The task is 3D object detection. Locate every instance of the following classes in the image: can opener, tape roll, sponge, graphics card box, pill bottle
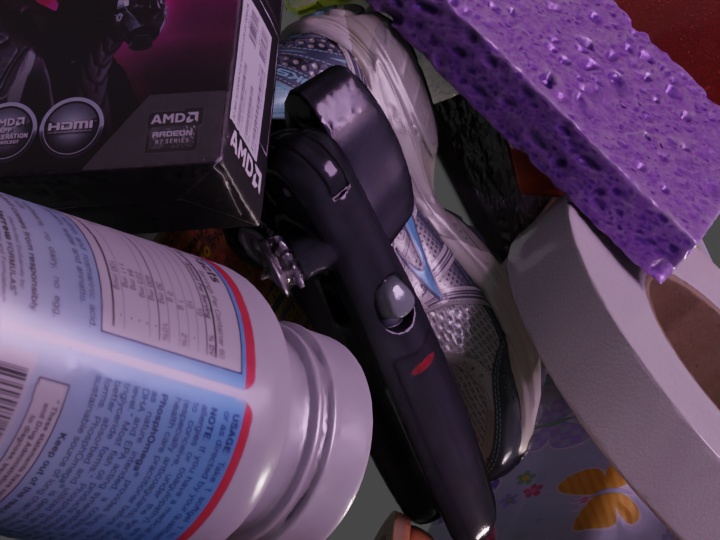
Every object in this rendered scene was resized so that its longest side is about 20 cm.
[{"bbox_3d":[0.009,0.024,1.046,0.078,0.063,0.201,-32,119,-18],"label":"can opener"},{"bbox_3d":[0.139,0.052,1.132,0.203,0.037,0.203,42,19,-19],"label":"tape roll"},{"bbox_3d":[0.074,-0.091,1.143,0.200,0.030,0.112,45,32,2],"label":"sponge"},{"bbox_3d":[-0.091,-0.108,1.018,0.051,0.125,0.201,61,30,-58],"label":"graphics card box"},{"bbox_3d":[-0.095,0.038,0.938,0.200,0.109,0.109,19,61,-39],"label":"pill bottle"}]

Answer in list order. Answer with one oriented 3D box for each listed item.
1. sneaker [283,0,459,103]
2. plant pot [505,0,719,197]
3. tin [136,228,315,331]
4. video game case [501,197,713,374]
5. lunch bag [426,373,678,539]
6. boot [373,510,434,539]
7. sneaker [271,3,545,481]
[{"bbox_3d":[-0.011,-0.153,1.209,0.200,0.075,0.105,38,44,-47],"label":"sneaker"},{"bbox_3d":[0.137,-0.129,1.277,0.200,0.199,0.177,59,33,-80],"label":"plant pot"},{"bbox_3d":[-0.051,0.013,1.116,0.112,0.042,0.200,56,36,-21],"label":"tin"},{"bbox_3d":[0.144,0.044,1.416,0.201,0.022,0.182,63,35,-17],"label":"video game case"},{"bbox_3d":[0.117,0.164,1.233,0.200,0.127,0.170,62,37,-30],"label":"lunch bag"},{"bbox_3d":[0.072,0.183,1.054,0.155,0.077,0.200,8,41,-14],"label":"boot"},{"bbox_3d":[0.000,0.000,1.116,0.086,0.077,0.201,-30,97,-45],"label":"sneaker"}]
